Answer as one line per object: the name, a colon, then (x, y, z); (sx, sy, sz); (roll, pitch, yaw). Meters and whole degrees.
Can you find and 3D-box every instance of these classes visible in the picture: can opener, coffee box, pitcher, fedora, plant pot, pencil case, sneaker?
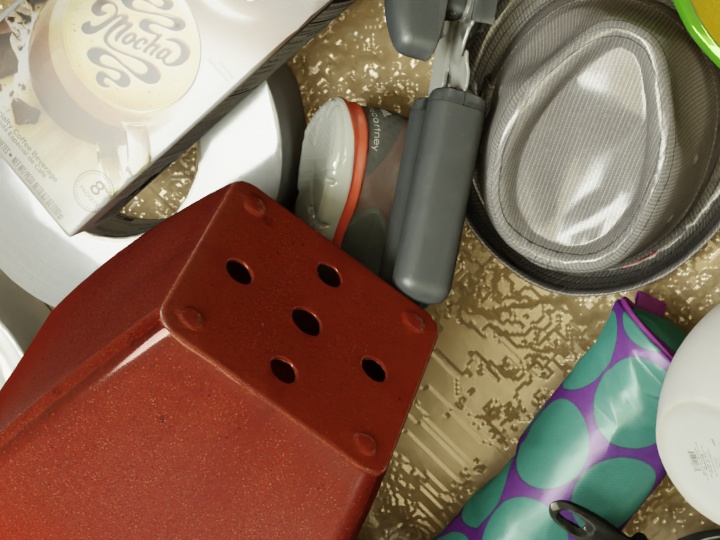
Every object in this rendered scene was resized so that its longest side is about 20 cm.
can opener: (0.030, -0.082, 1.117); (0.067, 0.053, 0.201); (15, 78, -16)
coffee box: (-0.110, -0.127, 1.109); (0.200, 0.080, 0.113); (-41, 90, 16)
pitcher: (0.255, 0.071, 1.089); (0.121, 0.200, 0.172); (-9, 112, 52)
fedora: (0.128, -0.078, 1.131); (0.176, 0.090, 0.201); (28, 105, 5)
plant pot: (-0.073, 0.076, 1.073); (0.200, 0.200, 0.176); (35, 126, -8)
pencil case: (0.120, 0.113, 1.172); (0.085, 0.093, 0.200); (31, 107, -20)
sneaker: (0.000, 0.000, 1.183); (0.081, 0.077, 0.201); (3, 121, -20)

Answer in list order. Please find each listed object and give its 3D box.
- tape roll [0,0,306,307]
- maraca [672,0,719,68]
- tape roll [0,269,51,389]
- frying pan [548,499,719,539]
tape roll: (-0.134, -0.074, 1.200); (0.199, 0.066, 0.202); (2, 101, 11)
maraca: (0.218, -0.164, 1.085); (0.200, 0.107, 0.137); (37, 76, 4)
tape roll: (-0.272, 0.088, 1.259); (0.201, 0.071, 0.204); (2, 101, 11)
frying pan: (0.164, 0.179, 1.166); (0.189, 0.031, 0.115); (14, 123, -20)
